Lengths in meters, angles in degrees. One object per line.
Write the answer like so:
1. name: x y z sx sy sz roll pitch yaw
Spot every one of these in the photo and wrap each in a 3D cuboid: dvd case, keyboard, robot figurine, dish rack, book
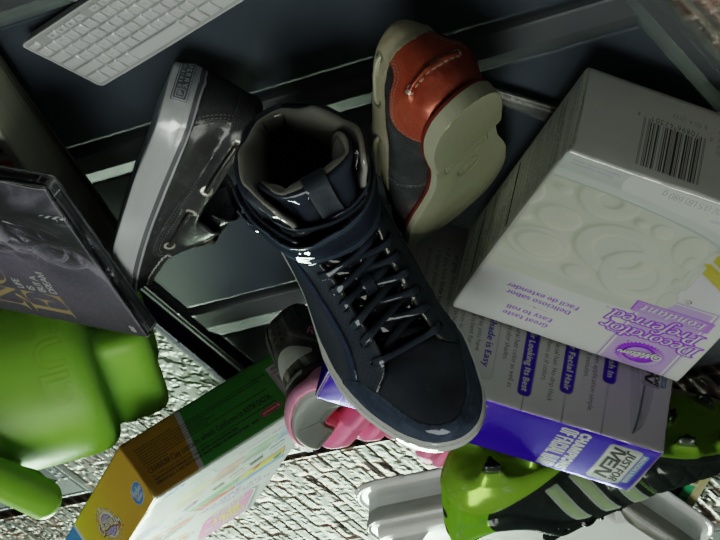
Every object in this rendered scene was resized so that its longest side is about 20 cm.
1. dvd case: -0.231 -0.021 1.708 0.199 0.016 0.149 11 151 30
2. keyboard: -0.102 -0.146 1.564 0.056 0.011 0.200 31 143 -29
3. robot figurine: -0.223 0.070 1.813 0.199 0.176 0.116 -16 133 -2
4. dish rack: 0.112 0.174 1.906 0.200 0.044 0.172 -16 144 35
5. book: -0.237 -0.057 1.717 0.133 0.048 0.200 1 146 23

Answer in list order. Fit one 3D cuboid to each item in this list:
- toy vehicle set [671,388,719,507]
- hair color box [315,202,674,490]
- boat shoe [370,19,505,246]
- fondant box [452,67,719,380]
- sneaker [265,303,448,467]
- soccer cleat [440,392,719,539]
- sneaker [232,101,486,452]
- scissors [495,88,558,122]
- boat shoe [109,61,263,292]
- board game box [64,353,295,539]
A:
1. toy vehicle set: 0.157 0.129 1.900 0.124 0.027 0.200 13 148 -3
2. hair color box: 0.083 0.045 1.713 0.199 0.110 0.065 17 148 -8
3. boat shoe: 0.035 -0.073 1.587 0.063 0.071 0.200 46 167 14
4. fondant box: 0.151 -0.021 1.615 0.144 0.058 0.200 19 152 -9
5. sneaker: 0.020 0.062 1.804 0.200 0.096 0.079 13 125 -45
6. soccer cleat: 0.141 0.122 1.781 0.199 0.068 0.081 -8 132 -16
7. sneaker: -0.002 0.000 1.575 0.077 0.203 0.146 -32 166 -6
8. scissors: 0.160 -0.070 1.601 0.200 0.014 0.073 29 147 -24
9. boat shoe: -0.099 -0.045 1.676 0.066 0.070 0.200 17 140 -6
10. board game box: -0.111 0.134 1.888 0.040 0.153 0.200 52 148 12
